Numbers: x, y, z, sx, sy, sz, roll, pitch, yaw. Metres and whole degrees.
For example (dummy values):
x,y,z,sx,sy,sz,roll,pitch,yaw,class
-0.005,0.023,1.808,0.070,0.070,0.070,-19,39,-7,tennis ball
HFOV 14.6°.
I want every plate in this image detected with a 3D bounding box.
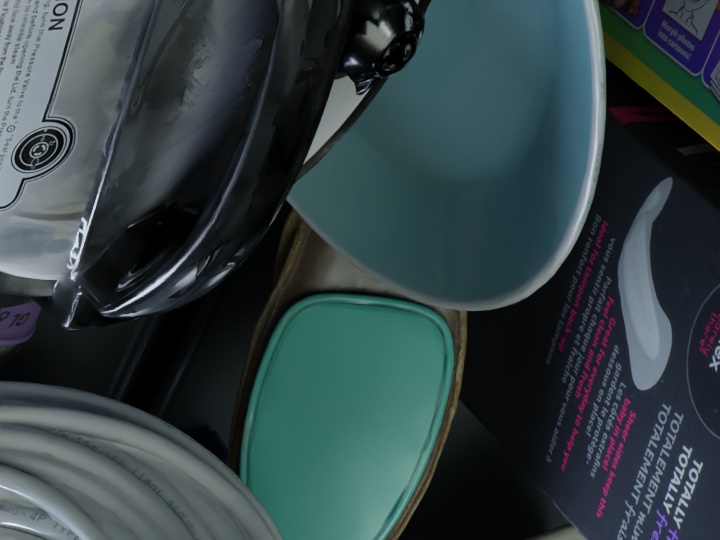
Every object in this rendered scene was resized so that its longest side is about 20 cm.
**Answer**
x,y,z,sx,sy,sz,roll,pitch,yaw,class
0.006,-0.086,0.762,0.026,0.200,0.201,-26,128,-29,plate

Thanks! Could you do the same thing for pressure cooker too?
x,y,z,sx,sy,sz,roll,pitch,yaw,class
-0.073,-0.095,0.684,0.179,0.200,0.176,-41,150,-4,pressure cooker

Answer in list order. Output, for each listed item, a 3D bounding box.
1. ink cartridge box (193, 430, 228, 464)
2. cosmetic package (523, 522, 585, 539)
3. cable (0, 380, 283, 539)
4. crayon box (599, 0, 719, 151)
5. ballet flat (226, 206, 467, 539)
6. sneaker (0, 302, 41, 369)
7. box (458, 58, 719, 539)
x,y,z,sx,sy,sz,roll,pitch,yaw,class
-0.081,0.114,0.876,0.200,0.119,0.042,-17,126,-19,ink cartridge box
0.007,0.151,0.947,0.200,0.073,0.104,-20,168,-17,cosmetic package
-0.113,0.118,0.783,0.199,0.200,0.069,-15,139,-17,cable
0.141,-0.088,0.827,0.058,0.200,0.119,11,112,-32,crayon box
0.000,0.000,0.868,0.068,0.072,0.201,8,94,-4,ballet flat
-0.175,-0.001,0.791,0.200,0.076,0.088,5,121,-30,sneaker
0.118,0.022,0.879,0.106,0.200,0.123,4,116,-30,box
